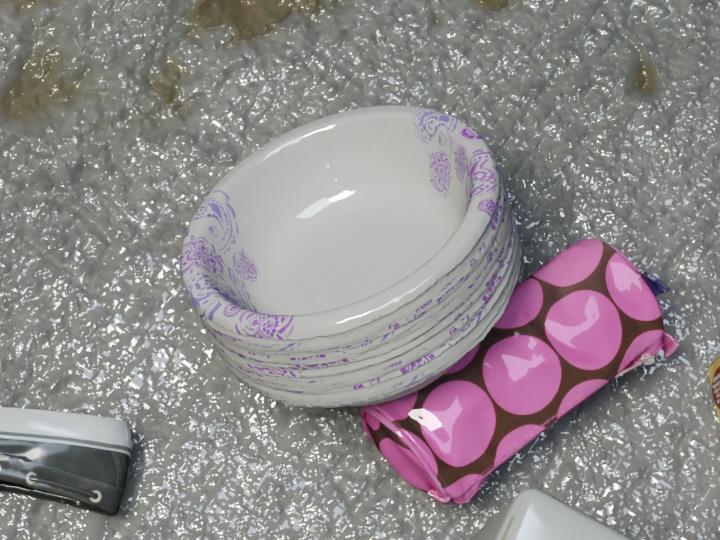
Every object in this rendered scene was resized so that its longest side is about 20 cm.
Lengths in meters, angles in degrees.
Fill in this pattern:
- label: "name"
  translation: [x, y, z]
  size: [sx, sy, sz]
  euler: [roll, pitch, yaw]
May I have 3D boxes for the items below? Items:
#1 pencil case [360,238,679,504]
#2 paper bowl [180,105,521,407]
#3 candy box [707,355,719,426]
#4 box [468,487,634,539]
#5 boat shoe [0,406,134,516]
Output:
- label: "pencil case"
  translation: [0.099, 0.065, 0.975]
  size: [0.199, 0.091, 0.094]
  euler: [-35, 84, -14]
- label: "paper bowl"
  translation: [0.000, 0.000, 0.945]
  size: [0.198, 0.105, 0.202]
  euler: [-15, 39, 13]
- label: "candy box"
  translation: [0.300, 0.143, 0.989]
  size: [0.114, 0.055, 0.202]
  euler: [-6, 73, -9]
- label: "box"
  translation: [0.104, 0.256, 0.851]
  size: [0.170, 0.199, 0.201]
  euler: [28, 71, 3]
- label: "boat shoe"
  translation: [-0.235, 0.112, 0.927]
  size: [0.197, 0.069, 0.057]
  euler: [4, 72, -8]
